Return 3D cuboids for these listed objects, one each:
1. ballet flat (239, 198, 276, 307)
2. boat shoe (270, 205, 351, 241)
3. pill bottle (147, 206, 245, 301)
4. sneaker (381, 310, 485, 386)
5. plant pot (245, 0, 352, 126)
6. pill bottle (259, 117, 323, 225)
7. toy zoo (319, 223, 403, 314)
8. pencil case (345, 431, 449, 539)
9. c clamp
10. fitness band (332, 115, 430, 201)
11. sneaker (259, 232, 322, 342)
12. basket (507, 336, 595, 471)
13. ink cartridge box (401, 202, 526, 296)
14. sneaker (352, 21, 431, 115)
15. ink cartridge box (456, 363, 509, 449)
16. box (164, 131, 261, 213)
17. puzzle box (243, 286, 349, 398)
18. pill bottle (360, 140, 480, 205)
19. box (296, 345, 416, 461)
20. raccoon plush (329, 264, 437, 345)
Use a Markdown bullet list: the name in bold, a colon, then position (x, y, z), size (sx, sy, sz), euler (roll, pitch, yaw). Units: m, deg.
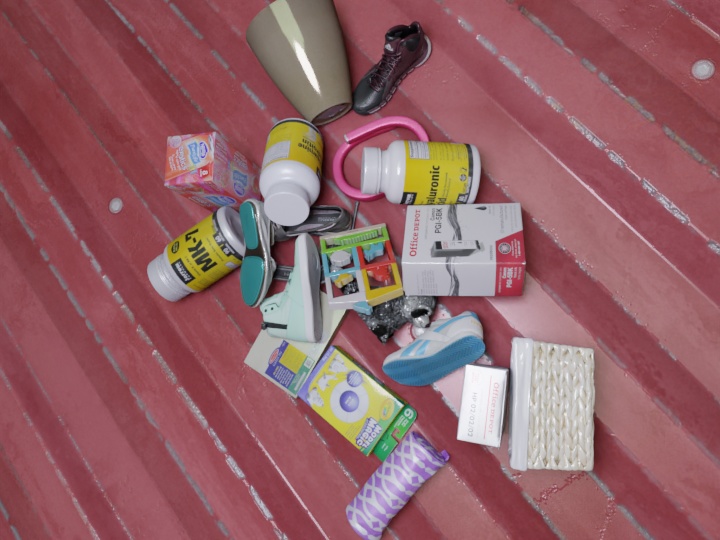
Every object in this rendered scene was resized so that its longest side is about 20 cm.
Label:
- **ballet flat**: position (-0.185, -0.033, 1.053), size (0.069, 0.069, 0.202), euler (1, 98, 16)
- **boat shoe**: position (-0.116, -0.098, 1.078), size (0.198, 0.057, 0.067), euler (-3, 72, 11)
- **pill bottle**: position (-0.313, -0.028, 1.117), size (0.199, 0.114, 0.115), euler (-32, 75, 12)
- **sneaker**: position (0.128, 0.139, 0.994), size (0.199, 0.081, 0.077), euler (-26, 120, 26)
- **plant pot**: position (-0.097, -0.393, 1.093), size (0.186, 0.187, 0.201), euler (-24, 88, 11)
- **pill bottle**: position (-0.128, -0.182, 1.051), size (0.111, 0.112, 0.201), euler (-11, 49, 14)
- **toy zoo**: position (0.000, 0.000, 1.005), size (0.130, 0.021, 0.201), euler (-12, 46, 0)
- **pencil case**: position (0.061, 0.375, 0.972), size (0.085, 0.084, 0.200), euler (37, 96, -18)
- **c clamp**: position (-0.105, -0.053, 1.107), size (0.198, 0.027, 0.172), euler (1, 73, 13)
- **fitness band**: position (0.040, -0.216, 1.089), size (0.199, 0.037, 0.145), euler (-20, 77, 13)
- **sneaker**: position (-0.137, 0.032, 1.042), size (0.117, 0.074, 0.202), euler (0, 93, 17)
- **basket**: position (0.301, 0.210, 0.901), size (0.122, 0.136, 0.202), euler (1, 82, 13)
- **ink cartridge box**: position (0.173, -0.037, 0.961), size (0.198, 0.083, 0.148), euler (0, 48, 11)
- **sneaker**: position (0.045, -0.396, 1.073), size (0.200, 0.115, 0.076), euler (-46, 73, 4)
- **ink cartridge box**: position (0.197, 0.208, 0.894), size (0.067, 0.200, 0.116), euler (6, 83, 16)
- **box**: position (-0.275, -0.179, 1.085), size (0.102, 0.200, 0.096), euler (-3, 79, 14)
- **puzzle box**: position (-0.123, 0.125, 1.088), size (0.132, 0.025, 0.201), euler (30, 91, 18)
- **pill bottle**: position (0.102, -0.172, 0.997), size (0.198, 0.111, 0.112), euler (2, 82, -4)
- **box**: position (-0.006, 0.243, 1.027), size (0.199, 0.048, 0.118), euler (36, 93, 16)
- **raccoon plush**: position (0.046, 0.033, 1.012), size (0.134, 0.097, 0.200), euler (-39, 85, 0)
